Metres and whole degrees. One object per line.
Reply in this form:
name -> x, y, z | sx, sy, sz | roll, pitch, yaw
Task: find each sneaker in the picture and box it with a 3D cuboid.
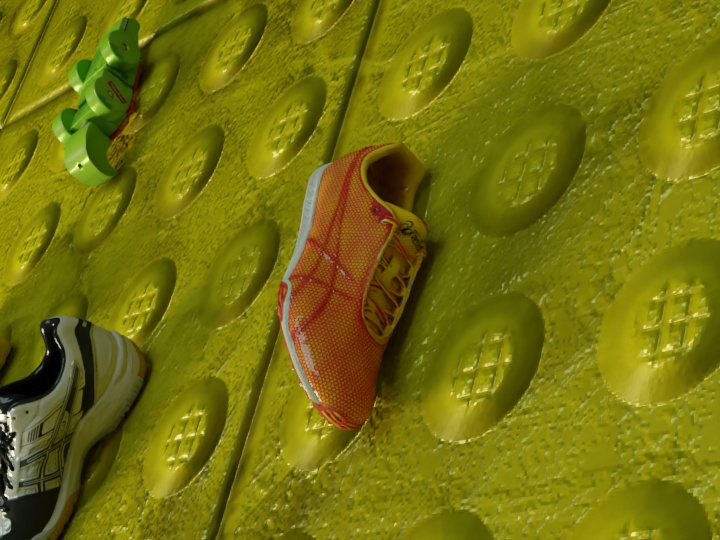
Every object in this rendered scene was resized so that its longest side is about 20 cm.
sneaker -> 0.000, 0.000, 0.900 | 0.077, 0.073, 0.201 | -21, 47, 30
sneaker -> -0.239, 0.125, 1.102 | 0.075, 0.087, 0.201 | 13, 73, 56

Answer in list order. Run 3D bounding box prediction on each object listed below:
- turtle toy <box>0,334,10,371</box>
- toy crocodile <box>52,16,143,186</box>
turtle toy -> -0.373, 0.102, 1.299 | 0.199, 0.101, 0.147 | -7, 55, 52
toy crocodile -> -0.231, -0.160, 1.398 | 0.067, 0.062, 0.201 | -36, 31, 31
